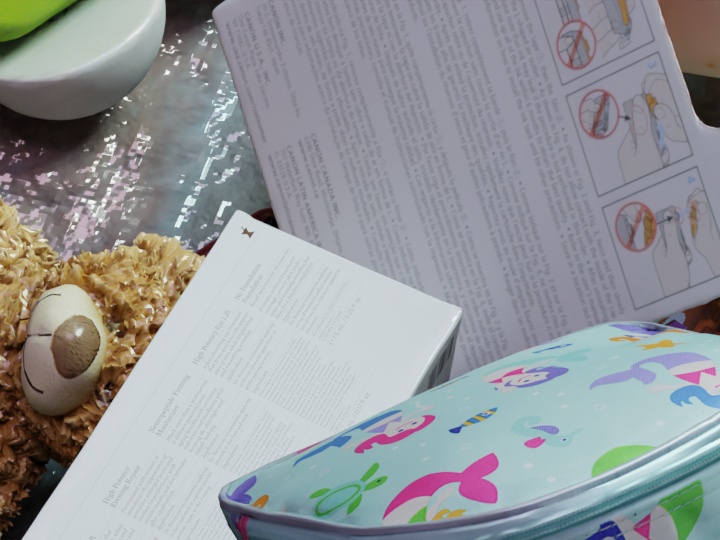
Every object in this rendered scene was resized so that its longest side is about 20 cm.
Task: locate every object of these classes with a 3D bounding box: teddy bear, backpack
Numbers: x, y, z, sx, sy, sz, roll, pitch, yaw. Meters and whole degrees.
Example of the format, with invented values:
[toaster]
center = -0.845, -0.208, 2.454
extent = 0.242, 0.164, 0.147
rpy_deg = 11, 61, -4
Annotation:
[teddy bear]
center = -0.145, 0.031, 0.826
extent = 0.199, 0.067, 0.145
rpy_deg = 16, 60, 31
[backpack]
center = 0.065, 0.099, 0.608
extent = 0.177, 0.151, 0.200
rpy_deg = -22, 18, -21

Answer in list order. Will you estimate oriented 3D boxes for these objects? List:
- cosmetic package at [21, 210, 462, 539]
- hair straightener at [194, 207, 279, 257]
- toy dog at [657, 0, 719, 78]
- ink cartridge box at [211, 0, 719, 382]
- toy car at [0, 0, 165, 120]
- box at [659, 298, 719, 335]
[cosmetic package]
center = -0.049, 0.081, 0.727
extent = 0.082, 0.051, 0.200
rpy_deg = 25, 58, 11
[hair straightener]
center = 0.000, 0.000, 0.896
extent = 0.200, 0.041, 0.077
rpy_deg = -33, 62, -29
[toy dog]
center = 0.100, -0.114, 0.858
extent = 0.139, 0.200, 0.195
rpy_deg = -21, 86, -34
[ink cartridge box]
center = 0.054, -0.047, 0.789
extent = 0.057, 0.199, 0.163
rpy_deg = -5, 75, -56
[toy car]
center = -0.128, -0.173, 0.948
extent = 0.150, 0.175, 0.200
rpy_deg = 20, 53, 34
[box]
center = 0.100, 0.092, 0.816
extent = 0.137, 0.039, 0.200
rpy_deg = 36, 60, 26
